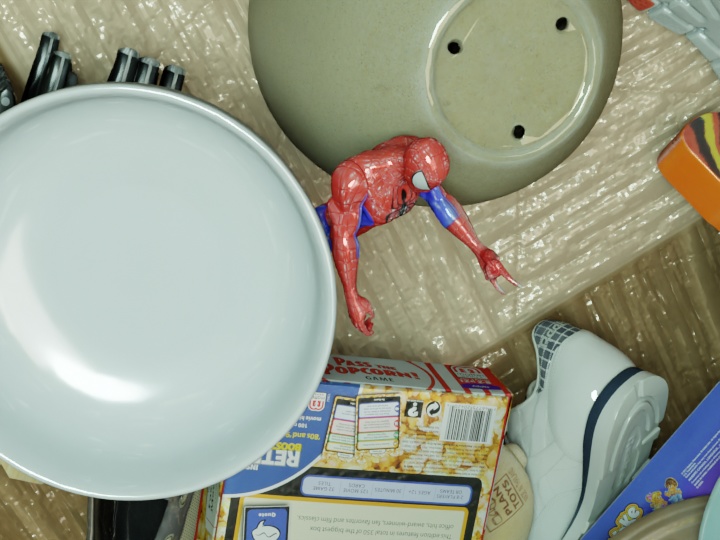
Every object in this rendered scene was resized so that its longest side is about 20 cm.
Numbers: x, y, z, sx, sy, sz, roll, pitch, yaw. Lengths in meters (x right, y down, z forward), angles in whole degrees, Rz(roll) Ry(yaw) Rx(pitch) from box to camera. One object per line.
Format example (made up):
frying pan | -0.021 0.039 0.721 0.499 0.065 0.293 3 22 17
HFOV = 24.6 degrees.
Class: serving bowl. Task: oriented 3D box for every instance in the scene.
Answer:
serving bowl | -0.109 0.004 0.785 0.199 0.066 0.201 1 107 2

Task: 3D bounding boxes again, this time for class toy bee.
toy bee | 0.263 -0.011 0.953 0.108 0.131 0.201 -28 98 -27

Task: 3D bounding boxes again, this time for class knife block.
knife block | -0.147 -0.014 0.850 0.175 0.064 0.201 -26 114 -6

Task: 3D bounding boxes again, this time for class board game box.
board game box | 0.180 0.167 0.991 0.200 0.045 0.134 -49 152 4
board game box | -0.012 0.147 0.882 0.150 0.046 0.201 7 104 -16

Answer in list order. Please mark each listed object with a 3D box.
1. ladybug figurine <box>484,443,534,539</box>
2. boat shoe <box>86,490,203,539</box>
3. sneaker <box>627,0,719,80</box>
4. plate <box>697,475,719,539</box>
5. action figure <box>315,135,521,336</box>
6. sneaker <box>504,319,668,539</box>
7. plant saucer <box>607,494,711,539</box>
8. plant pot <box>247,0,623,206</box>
ladybug figurine | 0.010 0.159 0.957 0.199 0.072 0.136 -31 114 -4
boat shoe | -0.111 0.093 0.881 0.074 0.073 0.201 9 111 23
sneaker | 0.201 -0.171 0.914 0.200 0.077 0.082 44 65 -26
plate | 0.276 0.131 0.895 0.199 0.026 0.201 -10 123 -16
action figure | 0.000 0.000 0.819 0.065 0.200 0.099 -28 84 -34
sneaker | 0.121 0.120 0.985 0.076 0.080 0.201 -27 140 -42
plant saucer | 0.187 0.220 0.941 0.199 0.029 0.201 -10 118 -19
plant pot | 0.053 -0.116 0.839 0.199 0.135 0.202 -6 111 -15
